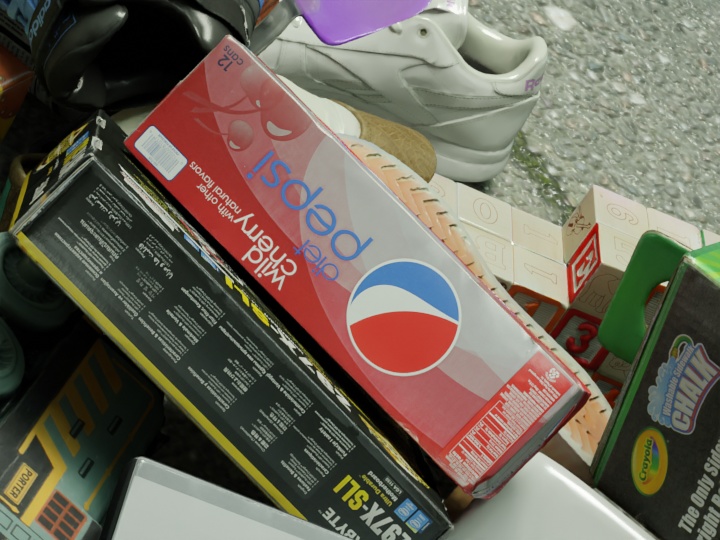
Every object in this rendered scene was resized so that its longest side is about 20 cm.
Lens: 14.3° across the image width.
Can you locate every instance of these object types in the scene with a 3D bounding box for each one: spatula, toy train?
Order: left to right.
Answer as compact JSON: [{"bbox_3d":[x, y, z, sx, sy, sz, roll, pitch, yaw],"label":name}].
[{"bbox_3d":[-0.141,0.068,1.115,0.114,0.085,0.200,44,31,-9],"label":"toy train"},{"bbox_3d":[-0.059,-0.093,1.265,0.057,0.199,0.021,60,1,24],"label":"spatula"}]

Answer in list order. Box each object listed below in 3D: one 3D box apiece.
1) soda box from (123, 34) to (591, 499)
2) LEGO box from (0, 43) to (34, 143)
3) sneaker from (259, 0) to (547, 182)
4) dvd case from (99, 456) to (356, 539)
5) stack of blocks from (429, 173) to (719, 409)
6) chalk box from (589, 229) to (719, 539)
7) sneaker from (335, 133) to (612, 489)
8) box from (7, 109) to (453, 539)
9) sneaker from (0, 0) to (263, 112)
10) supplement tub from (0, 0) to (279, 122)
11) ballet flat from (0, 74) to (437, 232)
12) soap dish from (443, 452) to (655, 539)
[{"bbox_3d":[0.000,0.000,1.144,0.200,0.063,0.070,46,3,9],"label":"soda box"},{"bbox_3d":[-0.257,-0.070,1.184,0.149,0.077,0.200,39,35,9],"label":"LEGO box"},{"bbox_3d":[0.000,-0.121,1.434,0.199,0.100,0.075,21,38,-15],"label":"sneaker"},{"bbox_3d":[-0.043,0.184,1.007,0.150,0.025,0.201,23,68,-15],"label":"dvd case"},{"bbox_3d":[0.093,0.023,1.321,0.199,0.115,0.059,22,36,-15],"label":"stack of blocks"},{"bbox_3d":[0.189,0.059,1.211,0.124,0.125,0.200,-16,46,-45],"label":"chalk box"},{"bbox_3d":[0.026,0.033,1.240,0.200,0.080,0.071,50,30,-17],"label":"sneaker"},{"bbox_3d":[-0.052,0.029,1.139,0.200,0.049,0.160,46,5,-10],"label":"box"},{"bbox_3d":[-0.137,-0.127,1.207,0.199,0.077,0.112,14,44,-11],"label":"sneaker"},{"bbox_3d":[-0.143,-0.150,1.334,0.200,0.123,0.123,36,35,4],"label":"supplement tub"},{"bbox_3d":[-0.062,-0.047,1.246,0.199,0.073,0.068,-12,40,-9],"label":"ballet flat"},{"bbox_3d":[0.067,0.174,1.146,0.157,0.081,0.200,38,35,7],"label":"soap dish"}]
